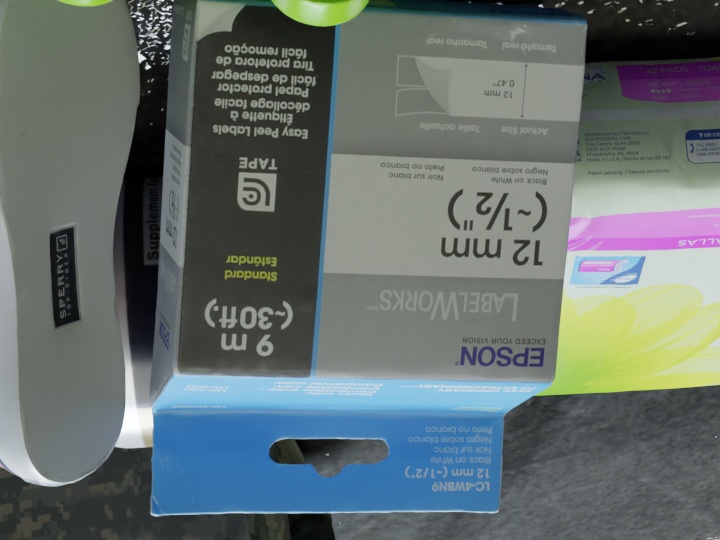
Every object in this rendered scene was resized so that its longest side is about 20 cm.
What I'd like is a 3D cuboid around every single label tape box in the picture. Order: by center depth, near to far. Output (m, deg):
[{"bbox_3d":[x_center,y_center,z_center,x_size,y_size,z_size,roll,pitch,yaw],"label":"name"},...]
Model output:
[{"bbox_3d":[0.000,0.000,0.801,0.143,0.200,0.066,2,-172,-13],"label":"label tape box"}]

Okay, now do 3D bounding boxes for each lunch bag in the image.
[{"bbox_3d":[-0.108,0.133,1.084,0.164,0.118,0.200,-11,156,10],"label":"lunch bag"}]

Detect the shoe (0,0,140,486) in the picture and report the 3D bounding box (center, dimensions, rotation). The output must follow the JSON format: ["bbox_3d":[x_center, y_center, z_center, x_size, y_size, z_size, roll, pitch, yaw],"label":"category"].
[{"bbox_3d":[-0.136,-0.026,0.790,0.091,0.200,0.071,11,-163,38],"label":"shoe"}]

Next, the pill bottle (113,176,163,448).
[{"bbox_3d":[-0.060,0.016,0.897,0.200,0.111,0.111,-5,151,-1],"label":"pill bottle"}]

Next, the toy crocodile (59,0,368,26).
[{"bbox_3d":[-0.049,-0.126,0.710,0.200,0.062,0.068,4,150,-8],"label":"toy crocodile"}]

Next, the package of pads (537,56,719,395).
[{"bbox_3d":[0.143,-0.017,0.918,0.154,0.068,0.200,-3,153,-4],"label":"package of pads"}]
